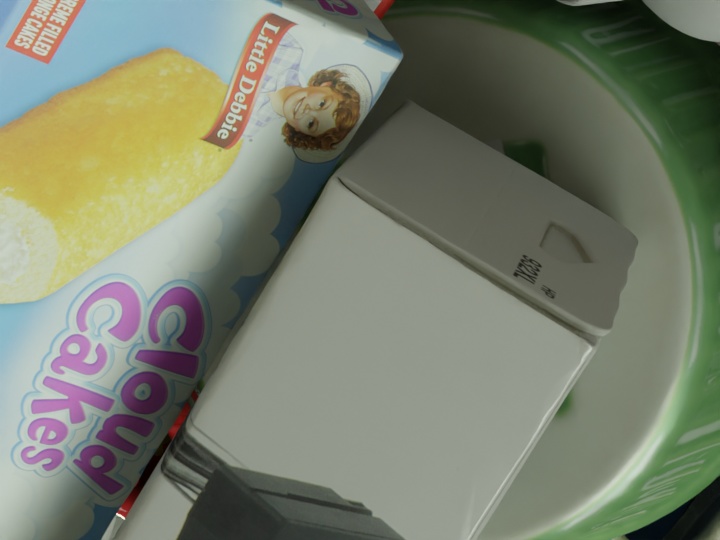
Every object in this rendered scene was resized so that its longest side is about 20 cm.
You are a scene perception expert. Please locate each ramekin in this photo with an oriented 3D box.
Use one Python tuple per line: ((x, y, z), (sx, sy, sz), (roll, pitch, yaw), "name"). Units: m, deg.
((0.038, 0.000, 0.856), (0.200, 0.200, 0.098), (-34, 173, 20), "ramekin")

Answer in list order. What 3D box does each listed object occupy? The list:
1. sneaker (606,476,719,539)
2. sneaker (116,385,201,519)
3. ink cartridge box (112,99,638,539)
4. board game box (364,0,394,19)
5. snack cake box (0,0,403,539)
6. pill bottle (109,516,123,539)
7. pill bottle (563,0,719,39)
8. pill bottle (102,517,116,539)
((0.134, 0.028, 0.932), (0.072, 0.072, 0.200), (28, 84, -29), "sneaker")
((-0.100, 0.035, 0.811), (0.077, 0.085, 0.200), (-36, 149, 18), "sneaker")
((-0.012, 0.063, 0.743), (0.200, 0.084, 0.145), (-58, 179, 15), "ink cartridge box")
((-0.062, -0.102, 0.719), (0.151, 0.046, 0.200), (26, 108, -34), "board game box")
((-0.092, -0.008, 0.694), (0.115, 0.067, 0.200), (21, 111, -32), "snack cake box")
((-0.183, 0.131, 1.029), (0.200, 0.115, 0.114), (-7, 146, -24), "pill bottle")
((0.151, -0.133, 0.809), (0.200, 0.113, 0.113), (-10, 148, -19), "pill bottle")
((-0.191, 0.065, 0.922), (0.200, 0.113, 0.113), (-5, 146, -27), "pill bottle")
